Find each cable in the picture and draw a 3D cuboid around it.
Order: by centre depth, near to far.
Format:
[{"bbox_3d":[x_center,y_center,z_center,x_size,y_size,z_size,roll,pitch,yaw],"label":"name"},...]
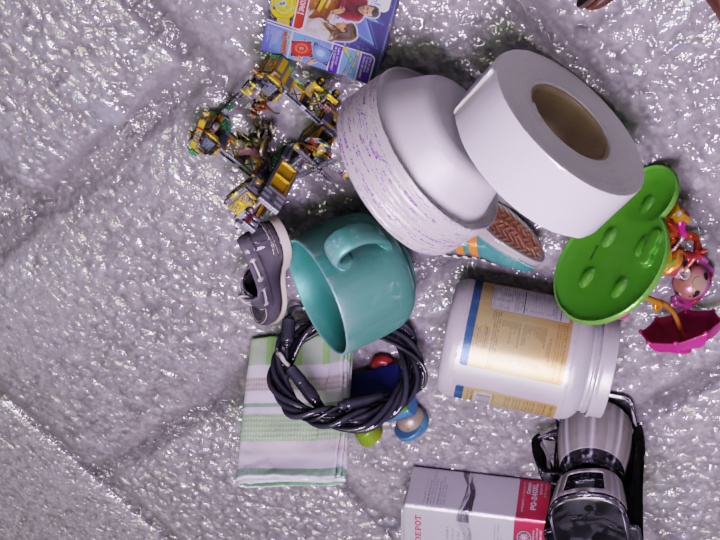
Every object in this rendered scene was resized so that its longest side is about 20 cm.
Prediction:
[{"bbox_3d":[-0.015,0.124,1.543,0.199,0.164,0.051,13,155,3],"label":"cable"}]

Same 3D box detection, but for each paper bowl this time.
[{"bbox_3d":[0.076,-0.126,1.306,0.104,0.201,0.201,-33,113,32],"label":"paper bowl"}]

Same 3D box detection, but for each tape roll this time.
[{"bbox_3d":[0.196,-0.133,1.272,0.202,0.203,0.071,35,127,-12],"label":"tape roll"}]

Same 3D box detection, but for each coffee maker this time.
[{"bbox_3d":[0.308,0.284,1.549,0.134,0.200,0.192,-29,115,30],"label":"coffee maker"}]

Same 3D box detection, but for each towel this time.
[{"bbox_3d":[-0.085,0.177,1.577,0.149,0.201,0.031,-4,156,15],"label":"towel"}]

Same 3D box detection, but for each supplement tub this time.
[{"bbox_3d":[0.200,0.097,1.473,0.199,0.145,0.145,11,127,5],"label":"supplement tub"}]

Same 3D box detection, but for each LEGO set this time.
[{"bbox_3d":[-0.115,-0.133,1.381,0.200,0.116,0.154,-24,121,40],"label":"LEGO set"}]

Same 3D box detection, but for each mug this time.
[{"bbox_3d":[0.002,0.009,1.440,0.114,0.185,0.153,-25,100,-18],"label":"mug"}]

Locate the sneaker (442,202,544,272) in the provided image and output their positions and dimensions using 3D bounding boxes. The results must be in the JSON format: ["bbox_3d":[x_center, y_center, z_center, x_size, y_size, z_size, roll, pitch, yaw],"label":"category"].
[{"bbox_3d":[0.117,-0.047,1.441,0.200,0.071,0.080,30,128,1],"label":"sneaker"}]

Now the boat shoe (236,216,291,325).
[{"bbox_3d":[-0.128,0.008,1.507,0.063,0.073,0.200,-21,153,-21],"label":"boat shoe"}]

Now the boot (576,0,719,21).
[{"bbox_3d":[0.345,-0.263,1.234,0.200,0.064,0.186,40,127,-21],"label":"boot"}]

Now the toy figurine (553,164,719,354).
[{"bbox_3d":[0.345,0.010,1.400,0.184,0.201,0.150,34,172,-34],"label":"toy figurine"}]

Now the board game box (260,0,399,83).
[{"bbox_3d":[-0.022,-0.306,1.302,0.135,0.035,0.201,18,128,1],"label":"board game box"}]

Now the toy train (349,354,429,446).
[{"bbox_3d":[-0.015,0.195,1.646,0.199,0.085,0.116,-18,133,25],"label":"toy train"}]

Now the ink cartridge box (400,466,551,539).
[{"bbox_3d":[0.161,0.359,1.713,0.199,0.084,0.146,6,127,10],"label":"ink cartridge box"}]
